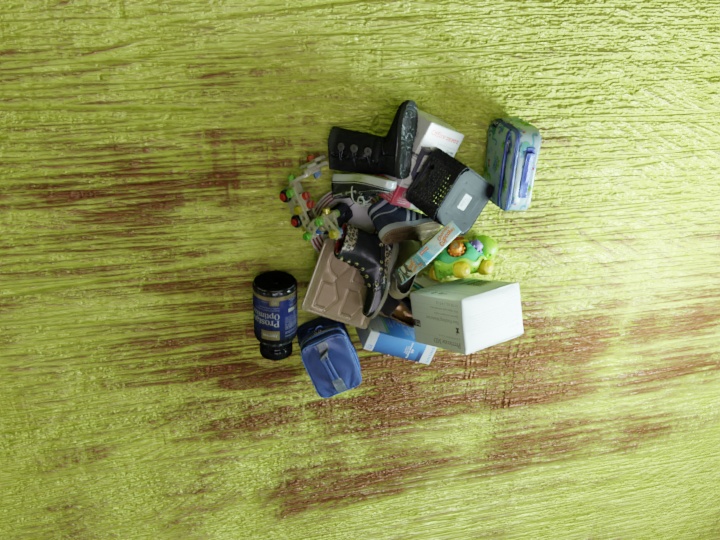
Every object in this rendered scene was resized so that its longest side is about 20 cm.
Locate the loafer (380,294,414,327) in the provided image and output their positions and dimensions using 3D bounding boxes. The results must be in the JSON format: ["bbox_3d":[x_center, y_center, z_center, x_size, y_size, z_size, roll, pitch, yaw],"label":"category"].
[{"bbox_3d":[0.078,0.085,1.630,0.197,0.073,0.073,26,110,-23],"label":"loafer"}]

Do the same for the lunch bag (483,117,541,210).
[{"bbox_3d":[0.353,-0.250,1.476,0.080,0.161,0.204,-4,118,-12],"label":"lunch bag"}]

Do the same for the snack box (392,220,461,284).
[{"bbox_3d":[0.147,-0.037,1.434,0.116,0.200,0.037,-43,88,-19],"label":"snack box"}]

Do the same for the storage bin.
[{"bbox_3d":[0.209,-0.176,1.439,0.137,0.093,0.199,-57,150,11],"label":"storage bin"}]

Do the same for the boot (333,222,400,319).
[{"bbox_3d":[0.000,-0.001,1.490,0.151,0.073,0.208,17,90,-26],"label":"boot"}]

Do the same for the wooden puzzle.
[{"bbox_3d":[-0.038,0.031,1.549,0.197,0.046,0.189,18,97,-27],"label":"wooden puzzle"}]

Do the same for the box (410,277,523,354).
[{"bbox_3d":[0.259,0.105,1.542,0.197,0.197,0.134,-13,100,-32],"label":"box"}]

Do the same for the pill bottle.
[{"bbox_3d":[-0.209,0.114,1.551,0.109,0.112,0.204,-3,117,-12],"label":"pill bottle"}]

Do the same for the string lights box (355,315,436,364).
[{"bbox_3d":[0.094,0.177,1.663,0.196,0.103,0.060,16,112,-20],"label":"string lights box"}]

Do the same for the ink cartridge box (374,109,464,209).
[{"bbox_3d":[0.130,-0.251,1.434,0.143,0.084,0.203,2,120,-50],"label":"ink cartridge box"}]

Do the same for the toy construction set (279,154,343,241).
[{"bbox_3d":[-0.110,-0.156,1.423,0.091,0.130,0.205,-11,86,-44],"label":"toy construction set"}]

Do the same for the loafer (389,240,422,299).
[{"bbox_3d":[0.119,-0.025,1.563,0.074,0.068,0.205,7,95,-17],"label":"loafer"}]

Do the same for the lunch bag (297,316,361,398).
[{"bbox_3d":[-0.080,0.218,1.624,0.134,0.133,0.203,-23,120,-1],"label":"lunch bag"}]

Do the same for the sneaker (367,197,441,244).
[{"bbox_3d":[0.103,-0.128,1.502,0.197,0.109,0.070,-9,146,-41],"label":"sneaker"}]

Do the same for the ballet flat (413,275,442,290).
[{"bbox_3d":[0.205,0.056,1.659,0.069,0.070,0.199,-44,120,11],"label":"ballet flat"}]

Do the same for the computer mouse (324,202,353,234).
[{"bbox_3d":[-0.016,-0.150,1.483,0.199,0.034,0.059,-37,118,6],"label":"computer mouse"}]

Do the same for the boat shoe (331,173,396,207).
[{"bbox_3d":[0.002,-0.176,1.393,0.073,0.197,0.070,2,97,-47],"label":"boat shoe"}]

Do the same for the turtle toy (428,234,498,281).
[{"bbox_3d":[0.267,-0.035,1.590,0.196,0.145,0.104,-7,88,-29],"label":"turtle toy"}]

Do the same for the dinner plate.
[{"bbox_3d":[-0.031,-0.112,1.531,0.195,0.024,0.204,-6,118,-10],"label":"dinner plate"}]

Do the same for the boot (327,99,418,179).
[{"bbox_3d":[0.022,-0.294,1.378,0.065,0.197,0.169,-3,105,-55],"label":"boot"}]
